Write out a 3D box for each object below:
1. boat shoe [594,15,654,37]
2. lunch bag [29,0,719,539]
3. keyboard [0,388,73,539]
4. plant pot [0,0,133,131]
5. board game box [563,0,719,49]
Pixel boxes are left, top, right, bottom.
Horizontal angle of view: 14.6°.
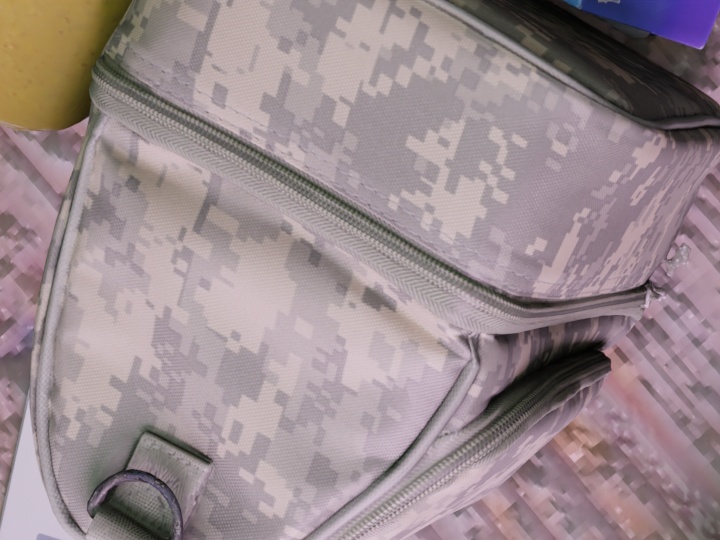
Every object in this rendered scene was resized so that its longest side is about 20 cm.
[{"bbox_3d":[0.142,-0.132,0.761,0.068,0.074,0.200,33,111,-12],"label":"boat shoe"},{"bbox_3d":[0.000,0.000,0.749,0.139,0.200,0.168,32,100,11],"label":"lunch bag"},{"bbox_3d":[-0.089,0.096,0.879,0.056,0.011,0.201,17,100,17],"label":"keyboard"},{"bbox_3d":[-0.098,-0.152,0.763,0.195,0.194,0.201,14,109,12],"label":"plant pot"},{"bbox_3d":[0.074,-0.175,0.743,0.134,0.045,0.201,36,110,54],"label":"board game box"}]
